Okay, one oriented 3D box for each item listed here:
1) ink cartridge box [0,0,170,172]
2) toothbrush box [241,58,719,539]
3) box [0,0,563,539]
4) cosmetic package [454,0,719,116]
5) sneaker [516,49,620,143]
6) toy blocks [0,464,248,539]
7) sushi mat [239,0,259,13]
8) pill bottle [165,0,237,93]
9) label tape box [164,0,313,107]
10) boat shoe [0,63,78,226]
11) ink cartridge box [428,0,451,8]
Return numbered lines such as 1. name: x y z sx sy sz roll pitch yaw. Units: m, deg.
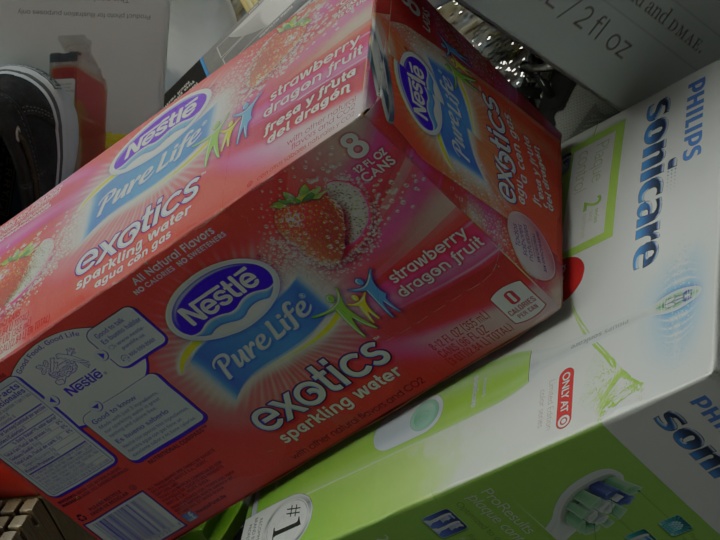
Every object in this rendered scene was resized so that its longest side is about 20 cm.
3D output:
1. ink cartridge box: -0.140 -0.095 1.073 0.145 0.083 0.200 -120 34 -65
2. toothbrush box: 0.065 0.041 0.777 0.200 0.086 0.146 -26 35 33
3. box: -0.038 0.000 0.774 0.200 0.103 0.095 -33 30 28
4. cosmetic package: 0.074 -0.187 0.786 0.165 0.165 0.200 41 100 39
5. sneaker: 0.080 -0.056 0.887 0.200 0.079 0.074 -46 29 6
6. toy blocks: -0.123 0.065 0.916 0.100 0.137 0.200 -7 33 31
7. sushi mat: -0.039 -0.189 1.223 0.096 0.012 0.200 -40 49 13
8. pill bottle: -0.169 -0.106 1.272 0.200 0.109 0.109 -24 36 37
9. label tape box: -0.022 -0.062 1.053 0.144 0.063 0.200 -44 27 9
10. boat shoe: -0.163 0.012 0.988 0.066 0.070 0.200 -41 -34 -65
11. ink cartridge box: 0.060 -0.202 1.029 0.200 0.084 0.146 -28 29 -4
